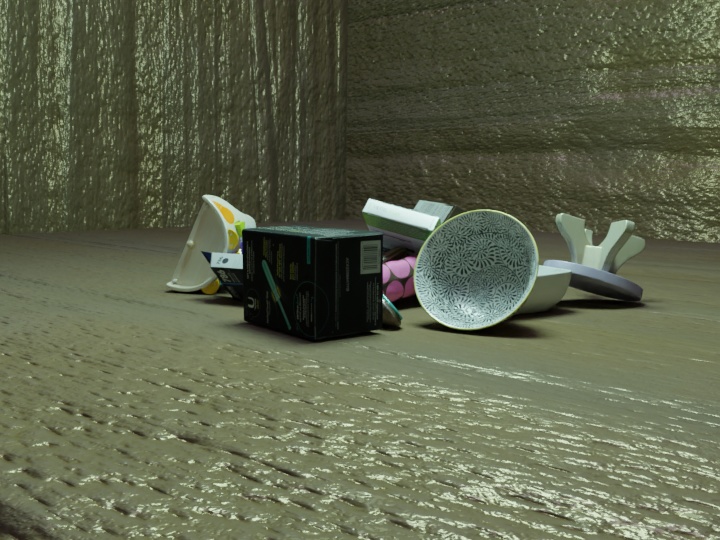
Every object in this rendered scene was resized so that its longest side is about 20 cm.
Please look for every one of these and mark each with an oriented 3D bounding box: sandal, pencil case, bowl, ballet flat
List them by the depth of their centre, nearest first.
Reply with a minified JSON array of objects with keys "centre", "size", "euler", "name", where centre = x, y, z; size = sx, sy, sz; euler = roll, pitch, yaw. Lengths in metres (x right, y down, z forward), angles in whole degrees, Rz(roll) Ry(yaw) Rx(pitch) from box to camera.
[{"centre":[0.193,0.014,1.318],"size":[0.201,0.201,0.094],"euler":[5,-21,30],"name":"bowl"},{"centre":[-0.001,0.042,1.347],"size":[0.067,0.068,0.200],"euler":[-38,40,-1],"name":"ballet flat"},{"centre":[0.246,0.031,1.483],"size":[0.200,0.075,0.200],"euler":[-4,9,-37],"name":"bowl"},{"centre":[0.051,0.021,1.498],"size":[0.094,0.091,0.200],"euler":[0,6,45],"name":"pencil case"},{"centre":[0.000,0.000,1.543],"size":[0.200,0.080,0.054],"euler":[-26,55,-31],"name":"sandal"}]

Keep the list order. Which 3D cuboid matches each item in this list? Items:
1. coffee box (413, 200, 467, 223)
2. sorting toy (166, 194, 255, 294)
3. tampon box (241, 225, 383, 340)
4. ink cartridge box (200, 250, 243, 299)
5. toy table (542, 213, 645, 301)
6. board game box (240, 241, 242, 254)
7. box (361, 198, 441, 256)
[{"centre":[0.180,-0.080,1.744],"size":[0.113,0.080,0.200],"euler":[34,-3,-19],"name":"coffee box"},{"centre":[-0.272,-0.043,1.687],"size":[0.107,0.200,0.180],"euler":[29,15,13],"name":"sorting toy"},{"centre":[-0.076,0.012,1.275],"size":[0.126,0.150,0.200],"euler":[-5,9,-38],"name":"tampon box"},{"centre":[-0.196,0.013,1.515],"size":[0.200,0.039,0.099],"euler":[4,-36,29],"name":"ink cartridge box"},{"centre":[0.442,-0.025,1.567],"size":[0.200,0.117,0.184],"euler":[19,-9,-27],"name":"toy table"},{"centre":[-0.125,-0.040,1.663],"size":[0.200,0.045,0.134],"euler":[-4,0,3],"name":"board game box"},{"centre":[0.093,-0.054,1.586],"size":[0.144,0.036,0.200],"euler":[17,-22,22],"name":"box"}]
